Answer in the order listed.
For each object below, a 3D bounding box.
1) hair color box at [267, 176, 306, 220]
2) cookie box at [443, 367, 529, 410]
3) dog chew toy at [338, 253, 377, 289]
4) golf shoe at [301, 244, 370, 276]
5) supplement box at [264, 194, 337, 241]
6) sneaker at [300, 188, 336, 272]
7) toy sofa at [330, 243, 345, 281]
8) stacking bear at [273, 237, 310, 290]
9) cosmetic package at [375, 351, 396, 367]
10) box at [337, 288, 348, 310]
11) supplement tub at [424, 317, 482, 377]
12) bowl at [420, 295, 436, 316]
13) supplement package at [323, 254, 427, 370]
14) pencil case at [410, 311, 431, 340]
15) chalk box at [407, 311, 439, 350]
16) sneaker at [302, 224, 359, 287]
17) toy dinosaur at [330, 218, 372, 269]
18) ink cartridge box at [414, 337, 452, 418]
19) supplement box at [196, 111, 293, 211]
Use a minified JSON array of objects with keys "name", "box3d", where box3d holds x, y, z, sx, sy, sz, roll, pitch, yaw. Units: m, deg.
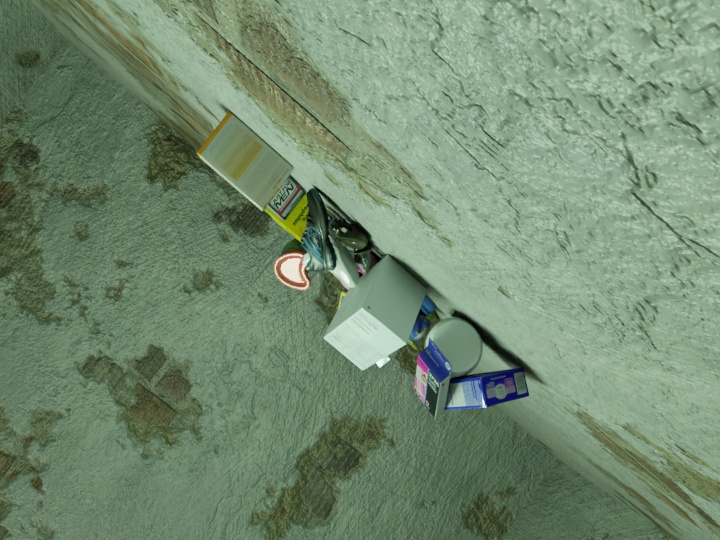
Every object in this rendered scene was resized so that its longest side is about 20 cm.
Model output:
[{"name":"hair color box","box3d":[-0.242,-0.234,1.507,0.060,0.100,0.200,33,172,49]},{"name":"cookie box","box3d":[0.295,0.303,1.464,0.167,0.078,0.198,-3,168,-36]},{"name":"dog chew toy","box3d":[0.000,0.000,1.705,0.123,0.126,0.200,38,-176,6]},{"name":"golf shoe","box3d":[-0.065,-0.021,1.559,0.193,0.095,0.075,-8,165,8]},{"name":"supplement box","box3d":[-0.165,-0.149,1.635,0.198,0.111,0.109,37,176,16]},{"name":"sneaker","box3d":[-0.113,-0.095,1.401,0.073,0.079,0.207,-66,-34,-81]},{"name":"toy sofa","box3d":[-0.045,-0.026,1.808,0.200,0.081,0.100,47,-159,-55]},{"name":"stacking bear","box3d":[-0.178,-0.050,1.741,0.110,0.202,0.125,3,122,14]},{"name":"cosmetic package","box3d":[0.058,0.169,1.669,0.152,0.052,0.199,50,-152,3]},{"name":"box","box3d":[0.001,0.078,1.767,0.068,0.066,0.199,19,-160,16]},{"name":"supplement tub","box3d":[0.237,0.198,1.481,0.143,0.146,0.200,37,175,9]},{"name":"bowl","box3d":[0.133,0.061,1.678,0.199,0.040,0.201,39,175,4]},{"name":"supplement package","box3d":[0.039,0.110,1.479,0.146,0.194,0.199,38,139,-12]},{"name":"pencil case","box3d":[0.109,0.120,1.653,0.198,0.088,0.078,39,155,-8]},{"name":"chalk box","box3d":[0.136,0.137,1.842,0.198,0.125,0.125,37,175,23]},{"name":"sneaker","box3d":[-0.079,-0.033,1.506,0.203,0.088,0.075,58,-160,6]},{"name":"toy dinosaur","box3d":[-0.016,-0.083,1.424,0.100,0.079,0.201,25,167,12]},{"name":"ink cartridge box","box3d":[0.175,0.264,1.400,0.095,0.036,0.204,51,151,38]},{"name":"supplement box","box3d":[-0.272,-0.256,1.371,0.199,0.127,0.073,41,174,-9]}]
